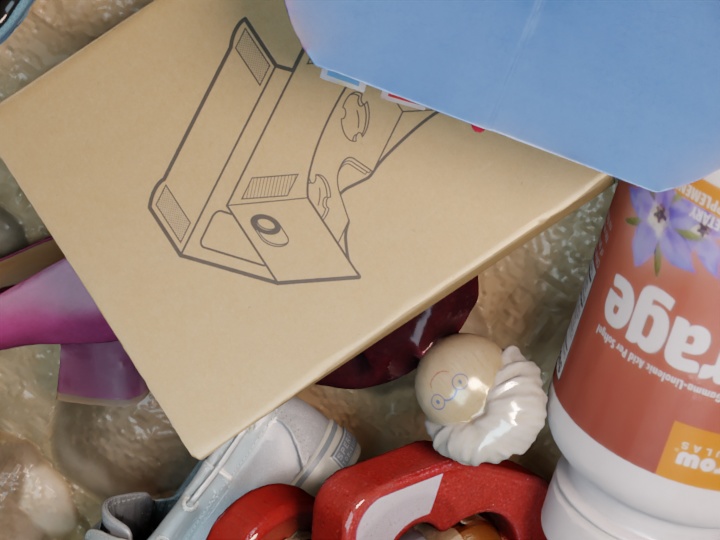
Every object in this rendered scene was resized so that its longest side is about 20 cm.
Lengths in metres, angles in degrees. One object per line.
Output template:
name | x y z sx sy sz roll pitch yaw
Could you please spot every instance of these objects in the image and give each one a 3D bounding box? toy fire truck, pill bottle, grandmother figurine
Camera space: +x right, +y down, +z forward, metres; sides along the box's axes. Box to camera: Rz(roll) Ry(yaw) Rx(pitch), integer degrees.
toy fire truck | 0.027 0.160 1.148 0.112 0.168 0.200 27 123 42
pill bottle | 0.140 0.029 1.075 0.112 0.112 0.200 19 117 5
grandmother figurine | 0.000 0.000 1.097 0.200 0.061 0.121 48 126 13

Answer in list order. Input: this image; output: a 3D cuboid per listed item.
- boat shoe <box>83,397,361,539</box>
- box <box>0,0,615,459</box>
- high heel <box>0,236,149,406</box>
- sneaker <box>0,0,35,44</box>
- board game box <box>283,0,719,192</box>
boat shoe | -0.086 0.124 1.202 0.072 0.070 0.201 41 110 -6
box | -0.025 -0.047 1.066 0.200 0.021 0.164 -34 82 3
high heel | -0.183 0.003 1.168 0.200 0.067 0.096 3 125 -4
sneaker | -0.129 -0.159 1.057 0.078 0.090 0.200 19 111 -13
board game box | 0.066 -0.096 1.026 0.200 0.158 0.039 21 141 3
